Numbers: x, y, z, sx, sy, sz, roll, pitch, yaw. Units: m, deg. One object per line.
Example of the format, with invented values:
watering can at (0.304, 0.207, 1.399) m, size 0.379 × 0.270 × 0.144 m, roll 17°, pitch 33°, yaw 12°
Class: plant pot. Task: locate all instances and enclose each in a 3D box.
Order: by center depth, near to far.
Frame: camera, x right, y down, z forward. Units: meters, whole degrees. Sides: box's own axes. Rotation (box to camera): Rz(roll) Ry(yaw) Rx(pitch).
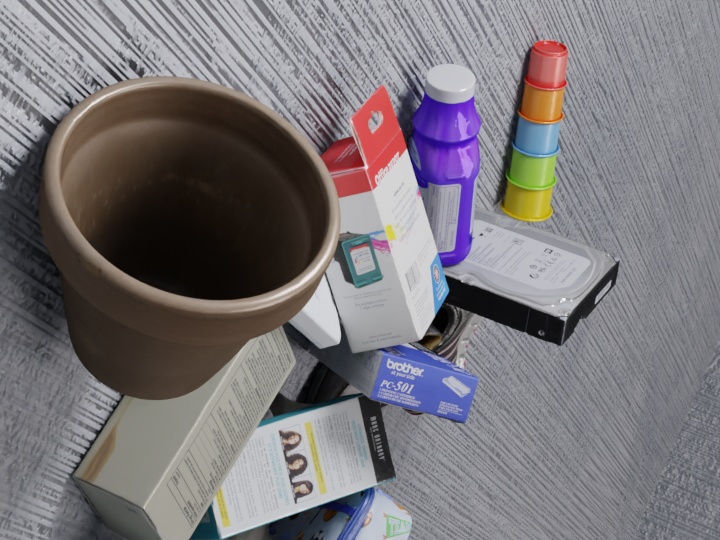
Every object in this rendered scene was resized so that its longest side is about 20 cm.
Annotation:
plant pot at (-0.133, -0.004, 1.302) m, size 0.200 × 0.200 × 0.175 m, roll -49°, pitch 171°, yaw -41°

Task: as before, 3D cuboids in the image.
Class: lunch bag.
lunch bag at (-0.038, 0.261, 1.777) m, size 0.160 × 0.076 × 0.200 m, roll -59°, pitch -160°, yaw -13°

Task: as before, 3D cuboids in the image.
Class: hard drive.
hard drive at (-0.064, -0.025, 1.531) m, size 0.200 × 0.027 × 0.132 m, roll 49°, pitch 29°, yaw -67°
hard drive at (0.141, -0.003, 1.901) m, size 0.140 × 0.200 × 0.038 m, roll -41°, pitch 144°, yaw -48°

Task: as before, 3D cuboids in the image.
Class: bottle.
bottle at (0.079, -0.101, 1.820) m, size 0.084 × 0.065 × 0.200 m, roll -110°, pitch -162°, yaw -48°

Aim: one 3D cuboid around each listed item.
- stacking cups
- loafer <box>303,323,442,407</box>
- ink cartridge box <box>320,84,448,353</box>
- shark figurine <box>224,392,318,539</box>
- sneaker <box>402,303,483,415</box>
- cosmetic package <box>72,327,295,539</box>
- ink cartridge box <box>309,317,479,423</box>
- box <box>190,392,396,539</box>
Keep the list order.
stacking cups at (0.199, -0.153, 2.087) m, size 0.060 × 0.060 × 0.200 m, roll -38°, pitch 144°, yaw -52°
loafer at (0.007, 0.106, 1.856) m, size 0.200 × 0.072 × 0.073 m, roll -54°, pitch 156°, yaw -31°
ink cartridge box at (0.008, -0.045, 1.629) m, size 0.116 × 0.067 × 0.200 m, roll -54°, pitch 129°, yaw -64°
shark figurine at (-0.084, 0.216, 1.713) m, size 0.215 × 0.089 × 0.128 m, roll -59°, pitch 171°, yaw -35°
sneaker at (0.067, 0.072, 1.977) m, size 0.087 × 0.074 × 0.200 m, roll -10°, pitch 136°, yaw -40°
cosmetic package at (-0.137, 0.117, 1.519) m, size 0.200 × 0.071 × 0.105 m, roll -58°, pitch 155°, yaw -25°
ink cartridge box at (0.027, 0.085, 1.709) m, size 0.200 × 0.094 × 0.044 m, roll -151°, pitch -102°, yaw -71°
box at (-0.064, 0.167, 1.643) m, size 0.200 × 0.049 × 0.082 m, roll -14°, pitch 92°, yaw -40°
